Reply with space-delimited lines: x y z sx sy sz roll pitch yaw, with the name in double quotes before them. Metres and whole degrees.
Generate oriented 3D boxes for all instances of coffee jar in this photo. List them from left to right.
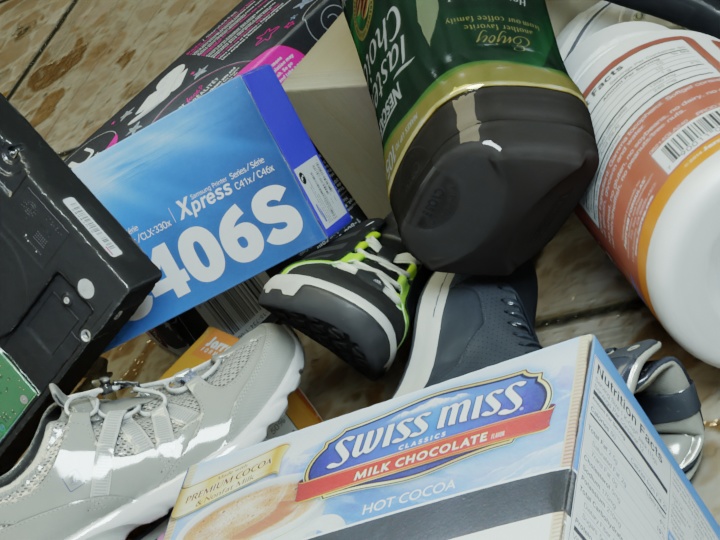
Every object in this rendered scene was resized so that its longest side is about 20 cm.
"coffee jar" 0.046 -0.100 0.936 0.104 0.085 0.201 119 146 -47

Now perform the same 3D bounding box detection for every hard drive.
"hard drive" -0.204 0.020 1.037 0.200 0.140 0.038 -50 -12 30

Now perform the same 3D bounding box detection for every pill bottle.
"pill bottle" 0.156 -0.045 0.923 0.112 0.112 0.200 -34 28 4

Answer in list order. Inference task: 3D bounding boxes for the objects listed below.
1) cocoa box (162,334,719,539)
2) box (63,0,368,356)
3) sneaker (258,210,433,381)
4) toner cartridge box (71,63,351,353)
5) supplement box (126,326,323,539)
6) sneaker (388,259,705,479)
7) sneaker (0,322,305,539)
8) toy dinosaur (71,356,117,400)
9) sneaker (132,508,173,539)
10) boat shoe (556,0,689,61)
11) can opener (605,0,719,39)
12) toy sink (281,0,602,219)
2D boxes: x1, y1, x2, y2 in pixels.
"cocoa box" 0.028 0.137 0.770 0.199 0.134 0.132 -20 32 28
"box" -0.069 -0.058 1.173 0.200 0.132 0.115 -43 25 -13
"sneaker" 0.000 0.000 0.993 0.083 0.072 0.200 -57 1 0
"toner cartridge box" -0.113 -0.021 1.043 0.199 0.095 0.043 -27 3 23
"supplement box" -0.114 0.122 1.024 0.200 0.069 0.066 -45 32 -20
"sneaker" 0.090 0.047 0.900 0.145 0.077 0.203 -14 31 29
"sneaker" -0.113 0.080 0.945 0.200 0.082 0.075 -37 7 -19
"toy dinosaur" -0.154 0.101 1.094 0.200 0.058 0.101 -46 13 41
"sneaker" -0.093 0.168 0.926 0.200 0.070 0.082 -44 25 -11
"boat shoe" 0.167 -0.127 1.070 0.200 0.074 0.067 -49 28 -23
"can opener" 0.169 -0.148 1.014 0.199 0.079 0.064 24 56 7
"toy sink" 0.071 -0.121 1.113 0.112 0.131 0.200 3 48 50
